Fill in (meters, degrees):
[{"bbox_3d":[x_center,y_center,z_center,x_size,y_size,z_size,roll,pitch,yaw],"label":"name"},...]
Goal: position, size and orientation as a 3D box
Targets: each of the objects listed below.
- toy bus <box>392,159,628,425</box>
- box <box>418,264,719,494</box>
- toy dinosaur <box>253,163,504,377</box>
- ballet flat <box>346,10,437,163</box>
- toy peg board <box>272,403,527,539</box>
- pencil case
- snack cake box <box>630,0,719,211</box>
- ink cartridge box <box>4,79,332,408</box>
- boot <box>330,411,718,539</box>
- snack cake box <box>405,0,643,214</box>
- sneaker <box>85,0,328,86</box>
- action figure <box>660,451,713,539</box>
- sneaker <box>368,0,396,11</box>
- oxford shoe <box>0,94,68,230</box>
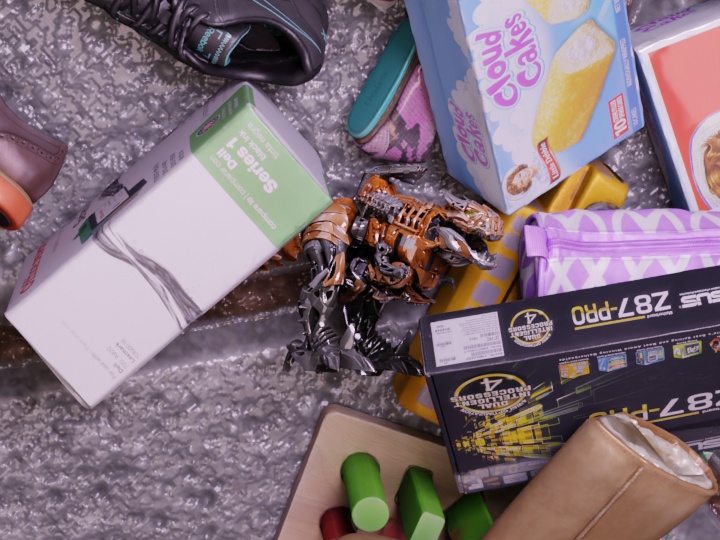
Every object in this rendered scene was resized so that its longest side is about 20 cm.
[{"bbox_3d":[0.101,0.012,1.220,0.078,0.065,0.200,25,102,-10],"label":"toy bus"},{"bbox_3d":[0.145,0.069,1.129,0.200,0.049,0.161,-10,148,4],"label":"box"},{"bbox_3d":[0.000,0.000,1.175,0.102,0.200,0.136,5,84,-38],"label":"toy dinosaur"},{"bbox_3d":[0.059,-0.159,1.173,0.071,0.069,0.200,16,108,-28],"label":"ballet flat"},{"bbox_3d":[0.038,0.225,1.255,0.200,0.098,0.199,19,103,-10],"label":"toy peg board"},{"bbox_3d":[0.197,-0.002,1.144,0.200,0.086,0.084,-4,72,-5],"label":"pencil case"},{"bbox_3d":[0.258,-0.080,1.208,0.115,0.067,0.200,-20,106,2],"label":"snack cake box"},{"bbox_3d":[-0.121,-0.023,1.145,0.200,0.146,0.084,-40,104,5],"label":"ink cartridge box"},{"bbox_3d":[0.094,0.157,1.138,0.175,0.066,0.200,25,122,-27],"label":"boot"},{"bbox_3d":[0.098,-0.146,1.112,0.115,0.067,0.200,-35,137,-16],"label":"snack cake box"},{"bbox_3d":[-0.108,-0.170,1.123,0.200,0.079,0.075,17,124,-18],"label":"sneaker"},{"bbox_3d":[0.191,0.131,1.222,0.118,0.055,0.200,26,72,-6],"label":"action figure"},{"bbox_3d":[-0.052,-0.233,1.133,0.200,0.090,0.075,37,63,10],"label":"sneaker"},{"bbox_3d":[-0.278,-0.113,1.157,0.200,0.071,0.073,40,70,-11],"label":"oxford shoe"}]
